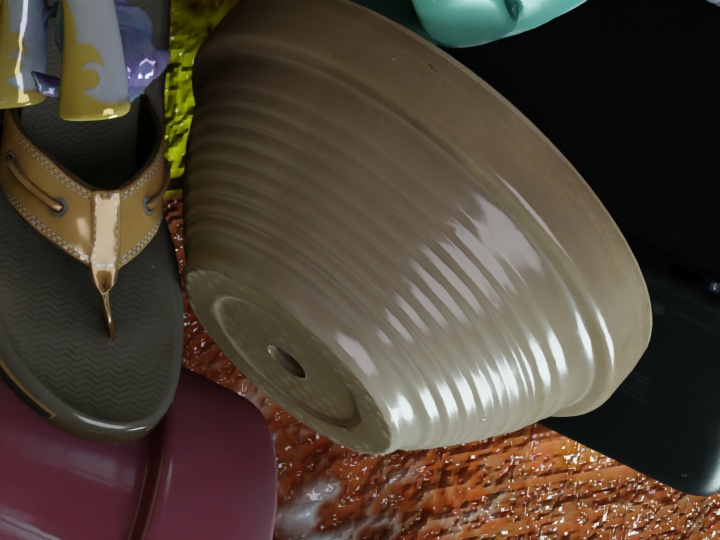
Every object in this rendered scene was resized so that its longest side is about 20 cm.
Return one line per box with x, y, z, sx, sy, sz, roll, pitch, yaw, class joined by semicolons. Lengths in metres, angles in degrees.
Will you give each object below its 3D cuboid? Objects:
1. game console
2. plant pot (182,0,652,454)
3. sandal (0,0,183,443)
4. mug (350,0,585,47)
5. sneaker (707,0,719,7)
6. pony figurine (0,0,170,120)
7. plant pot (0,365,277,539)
0.097;-0.032;0.982;0.117;0.199;0.176;-54;164;-40;game console
0.000;0.000;0.872;0.093;0.200;0.201;-48;131;-20;plant pot
-0.095;-0.039;0.864;0.081;0.055;0.201;9;75;-18;sandal
0.028;-0.144;0.867;0.185;0.151;0.115;-49;138;-34;mug
0.136;-0.196;0.877;0.108;0.070;0.201;17;125;-7;sneaker
-0.123;-0.151;0.793;0.192;0.167;0.201;-4;102;1;pony figurine
-0.155;0.104;0.905;0.178;0.200;0.201;28;101;-21;plant pot
